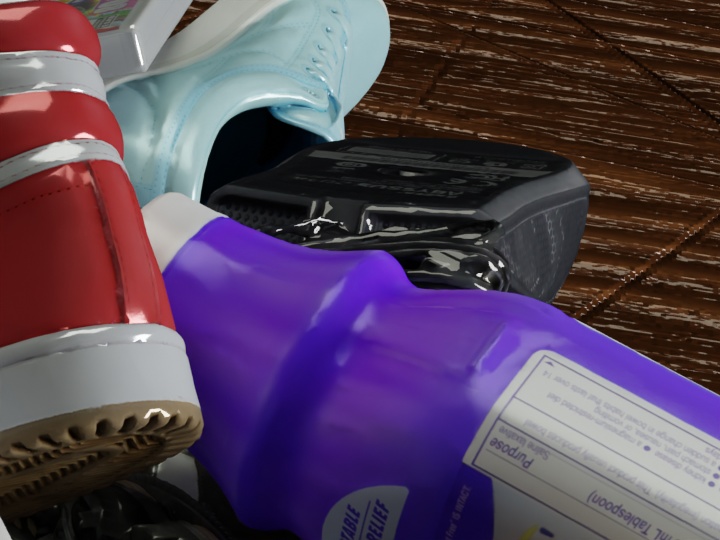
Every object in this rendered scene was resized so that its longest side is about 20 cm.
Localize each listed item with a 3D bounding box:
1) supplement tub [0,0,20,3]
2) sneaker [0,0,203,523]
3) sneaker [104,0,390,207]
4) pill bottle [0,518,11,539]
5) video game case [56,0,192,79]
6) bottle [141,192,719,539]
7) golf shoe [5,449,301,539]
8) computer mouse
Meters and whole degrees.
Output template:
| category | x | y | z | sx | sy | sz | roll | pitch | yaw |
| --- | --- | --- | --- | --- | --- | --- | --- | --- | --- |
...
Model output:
| category | x | y | z | sx | sy | sz | roll | pitch | yaw |
| --- | --- | --- | --- | --- | --- | --- | --- | --- | --- |
| supplement tub | -0.161 | -0.065 | 0.791 | 0.131 | 0.133 | 0.200 | 2 | -15 | -18 |
| sneaker | -0.122 | 0.007 | 0.648 | 0.199 | 0.113 | 0.071 | -20 | -15 | 33 |
| sneaker | -0.032 | -0.047 | 1.035 | 0.082 | 0.074 | 0.200 | 23 | 33 | 25 |
| pill bottle | -0.159 | 0.089 | 0.508 | 0.112 | 0.113 | 0.199 | 24 | 24 | 38 |
| video game case | -0.158 | -0.075 | 1.028 | 0.199 | 0.018 | 0.143 | -10 | 17 | 9 |
| bottle | 0.033 | 0.048 | 0.632 | 0.199 | 0.084 | 0.065 | 29 | 50 | 15 |
| golf shoe | -0.065 | 0.054 | 0.723 | 0.094 | 0.078 | 0.200 | -1 | 30 | -41 |
| computer mouse | 0.000 | 0.000 | 0.809 | 0.138 | 0.053 | 0.200 | 6 | 10 | 21 |
